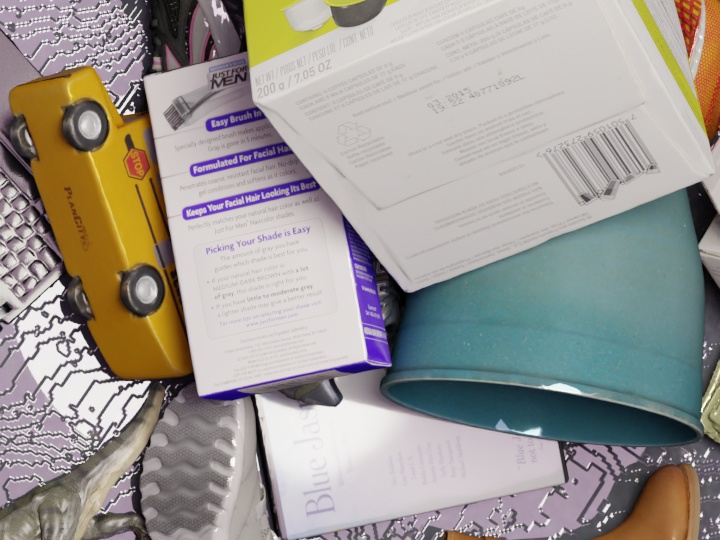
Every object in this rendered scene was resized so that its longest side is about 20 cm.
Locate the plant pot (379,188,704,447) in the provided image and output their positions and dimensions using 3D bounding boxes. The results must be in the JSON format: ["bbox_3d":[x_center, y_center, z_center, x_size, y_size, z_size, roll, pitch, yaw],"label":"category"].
[{"bbox_3d":[0.123,-0.001,1.339,0.200,0.200,0.188,10,78,-10],"label":"plant pot"}]

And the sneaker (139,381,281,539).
[{"bbox_3d":[-0.089,0.165,1.367,0.075,0.082,0.200,5,93,34],"label":"sneaker"}]

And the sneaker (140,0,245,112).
[{"bbox_3d":[-0.109,-0.119,1.377,0.086,0.080,0.200,-25,86,-2],"label":"sneaker"}]

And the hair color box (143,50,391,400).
[{"bbox_3d":[-0.056,-0.030,1.295,0.109,0.065,0.200,-12,83,14],"label":"hair color box"}]

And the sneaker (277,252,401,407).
[{"bbox_3d":[0.000,0.000,1.366,0.081,0.074,0.200,31,86,13],"label":"sneaker"}]

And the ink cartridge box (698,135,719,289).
[{"bbox_3d":[0.281,-0.084,1.400,0.200,0.045,0.176,-56,132,-21],"label":"ink cartridge box"}]

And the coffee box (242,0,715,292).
[{"bbox_3d":[0.062,-0.146,1.221,0.200,0.200,0.198,-21,50,18],"label":"coffee box"}]

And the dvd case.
[{"bbox_3d":[0.029,0.089,1.416,0.200,0.018,0.143,-11,89,-11],"label":"dvd case"}]

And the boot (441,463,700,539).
[{"bbox_3d":[0.126,0.197,1.407,0.155,0.077,0.200,23,89,-4],"label":"boot"}]

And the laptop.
[{"bbox_3d":[-0.257,-0.050,1.328,0.200,0.103,0.177,-43,95,-10],"label":"laptop"}]

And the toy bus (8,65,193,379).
[{"bbox_3d":[-0.147,-0.031,1.337,0.078,0.065,0.200,-29,107,-42],"label":"toy bus"}]

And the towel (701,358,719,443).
[{"bbox_3d":[0.336,0.093,1.465,0.200,0.036,0.148,32,80,-6],"label":"towel"}]

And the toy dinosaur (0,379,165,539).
[{"bbox_3d":[-0.179,0.164,1.360,0.200,0.047,0.088,-39,87,-14],"label":"toy dinosaur"}]

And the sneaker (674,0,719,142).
[{"bbox_3d":[0.210,-0.087,1.436,0.077,0.073,0.200,15,96,-44],"label":"sneaker"}]
